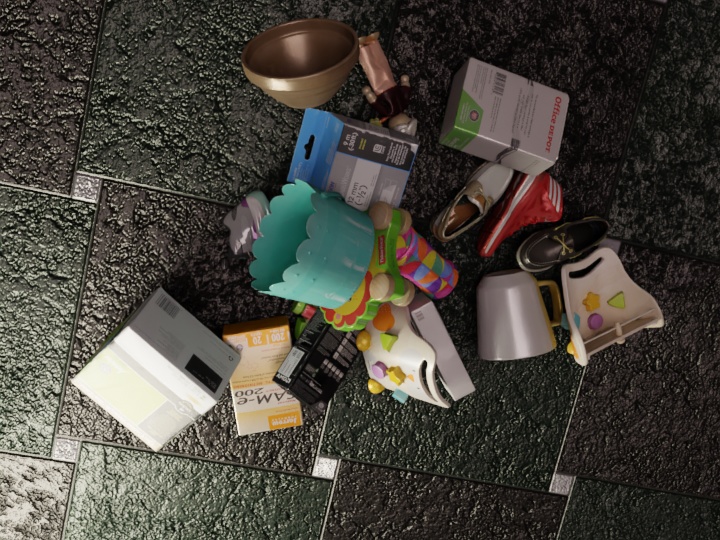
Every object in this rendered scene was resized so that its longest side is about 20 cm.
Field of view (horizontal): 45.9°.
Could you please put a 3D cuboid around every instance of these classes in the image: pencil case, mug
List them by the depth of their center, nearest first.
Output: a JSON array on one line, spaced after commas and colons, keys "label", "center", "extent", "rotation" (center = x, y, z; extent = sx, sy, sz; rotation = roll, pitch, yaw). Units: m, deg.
[{"label": "pencil case", "center": [0.103, -0.019, 1.547], "extent": [0.088, 0.088, 0.200], "rotation": [-47, 140, 3]}, {"label": "mug", "center": [0.293, 0.076, 1.627], "extent": [0.149, 0.187, 0.153], "rotation": [-8, 95, 27]}]

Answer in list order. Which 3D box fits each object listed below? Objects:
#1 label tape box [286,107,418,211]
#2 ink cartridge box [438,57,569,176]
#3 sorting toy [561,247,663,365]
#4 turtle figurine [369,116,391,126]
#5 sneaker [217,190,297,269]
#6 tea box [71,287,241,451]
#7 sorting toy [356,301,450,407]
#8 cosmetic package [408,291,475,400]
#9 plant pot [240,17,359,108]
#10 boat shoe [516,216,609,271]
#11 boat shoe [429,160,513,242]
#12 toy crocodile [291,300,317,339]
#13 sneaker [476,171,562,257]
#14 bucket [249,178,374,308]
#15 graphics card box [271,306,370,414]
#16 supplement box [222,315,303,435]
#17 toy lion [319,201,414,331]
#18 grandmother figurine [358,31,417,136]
[{"label": "label tape box", "center": [-0.015, -0.185, 1.477], "extent": [0.200, 0.066, 0.143], "rotation": [14, 113, -10]}, {"label": "ink cartridge box", "center": [0.258, -0.274, 1.531], "extent": [0.200, 0.084, 0.146], "rotation": [18, 74, -11]}, {"label": "sorting toy", "center": [0.454, 0.056, 1.629], "extent": [0.200, 0.107, 0.180], "rotation": [-22, 100, -21]}, {"label": "turtle figurine", "center": [-0.002, -0.186, 1.546], "extent": [0.161, 0.064, 0.200], "rotation": [4, 101, -9]}, {"label": "sneaker", "center": [-0.184, -0.031, 1.549], "extent": [0.140, 0.078, 0.200], "rotation": [-32, 90, 3]}, {"label": "tea box", "center": [-0.358, 0.176, 1.499], "extent": [0.200, 0.134, 0.197], "rotation": [44, 120, -13]}, {"label": "sorting toy", "center": [0.093, 0.175, 1.551], "extent": [0.107, 0.180, 0.200], "rotation": [-29, 117, -27]}, {"label": "cosmetic package", "center": [0.151, 0.144, 1.631], "extent": [0.051, 0.083, 0.200], "rotation": [-28, 105, -4]}, {"label": "plant pot", "center": [-0.097, -0.343, 1.455], "extent": [0.201, 0.201, 0.093], "rotation": [-15, 135, -5]}, {"label": "boat shoe", "center": [0.381, -0.055, 1.595], "extent": [0.201, 0.061, 0.072], "rotation": [-23, 89, -27]}, {"label": "boat shoe", "center": [0.216, -0.129, 1.588], "extent": [0.075, 0.068, 0.200], "rotation": [41, 94, -14]}, {"label": "toy crocodile", "center": [-0.071, 0.041, 1.584], "extent": [0.067, 0.062, 0.200], "rotation": [27, 96, -17]}, {"label": "sneaker", "center": [0.313, -0.094, 1.606], "extent": [0.115, 0.078, 0.200], "rotation": [30, 97, -12]}, {"label": "bucket", "center": [-0.080, -0.039, 1.415], "extent": [0.135, 0.207, 0.207], "rotation": [21, 98, -28]}, {"label": "graphics card box", "center": [-0.064, 0.150, 1.558], "extent": [0.200, 0.051, 0.125], "rotation": [-59, 141, -13]}, {"label": "supplement box", "center": [-0.182, 0.196, 1.596], "extent": [0.126, 0.074, 0.200], "rotation": [-9, 103, -6]}, {"label": "toy lion", "center": [0.000, 0.000, 1.464], "extent": [0.069, 0.192, 0.200], "rotation": [15, 68, -43]}, {"label": "grandmother figurine", "center": [0.047, -0.321, 1.517], "extent": [0.121, 0.061, 0.200], "rotation": [-28, 98, -31]}]
